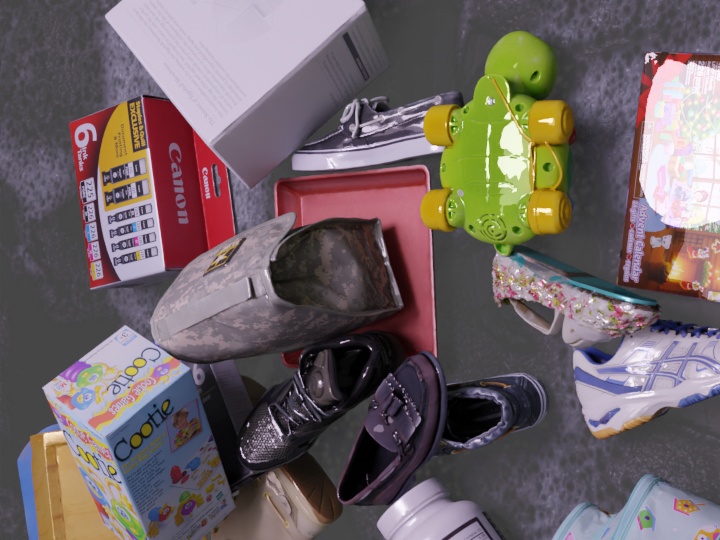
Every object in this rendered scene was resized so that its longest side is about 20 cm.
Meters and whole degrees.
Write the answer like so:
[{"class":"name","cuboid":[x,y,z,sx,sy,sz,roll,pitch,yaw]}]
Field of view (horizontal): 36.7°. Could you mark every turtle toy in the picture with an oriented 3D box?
[{"class":"turtle toy","cuboid":[0.137,-0.114,0.978,0.144,0.100,0.204,4,94,35]}]

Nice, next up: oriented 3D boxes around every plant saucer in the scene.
[{"class":"plant saucer","cuboid":[0.000,0.000,1.121,0.197,0.036,0.204,-2,92,35]}]

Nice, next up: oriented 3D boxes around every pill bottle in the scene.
[{"class":"pill bottle","cuboid":[0.102,0.299,1.016,0.113,0.112,0.201,-49,65,26]}]

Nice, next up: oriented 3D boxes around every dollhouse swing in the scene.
[{"class":"dollhouse swing","cuboid":[-0.296,0.287,1.320,0.181,0.173,0.204,158,105,-64]}]

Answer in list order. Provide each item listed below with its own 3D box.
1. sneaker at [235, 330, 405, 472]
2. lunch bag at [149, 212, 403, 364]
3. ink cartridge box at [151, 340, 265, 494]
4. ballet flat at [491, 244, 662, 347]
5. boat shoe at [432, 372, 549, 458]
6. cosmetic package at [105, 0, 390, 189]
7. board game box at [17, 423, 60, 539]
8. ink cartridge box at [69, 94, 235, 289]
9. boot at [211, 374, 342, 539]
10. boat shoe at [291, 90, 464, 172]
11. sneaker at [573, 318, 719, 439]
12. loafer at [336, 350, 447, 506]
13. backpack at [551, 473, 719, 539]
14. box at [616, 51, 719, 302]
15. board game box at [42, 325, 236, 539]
[{"class":"sneaker","cuboid":[-0.054,0.124,1.044,0.198,0.114,0.077,-34,73,12]},{"class":"lunch bag","cuboid":[-0.085,0.019,1.040,0.163,0.199,0.119,-22,80,35]},{"class":"ink cartridge box","cuboid":[-0.198,0.162,1.188,0.197,0.047,0.202,-37,71,37]},{"class":"ballet flat","cuboid":[0.184,0.030,0.947,0.199,0.075,0.065,30,110,59]},{"class":"boat shoe","cuboid":[0.077,0.142,1.039,0.198,0.090,0.072,-22,80,34]},{"class":"cosmetic package","cuboid":[-0.112,-0.232,1.095,0.199,0.123,0.200,-40,67,-1]},{"class":"board game box","cuboid":[-0.359,0.295,1.390,0.156,0.039,0.203,-15,82,24]},{"class":"ink cartridge box","cuboid":[-0.241,-0.092,1.260,0.174,0.083,0.204,-12,84,35]},{"class":"boot","cuboid":[-0.122,0.233,1.201,0.201,0.072,0.156,51,120,19]},{"class":"boat shoe","cuboid":[0.015,-0.139,1.080,0.197,0.073,0.069,-6,93,36]},{"class":"sneaker","cuboid":[0.263,0.071,0.913,0.198,0.075,0.089,-29,75,32]},{"class":"loafer","cuboid":[0.027,0.158,1.007,0.072,0.062,0.202,58,146,36]},{"class":"backpack","cuboid":[0.227,0.269,0.875,0.152,0.177,0.200,28,68,39]},{"class":"box","cuboid":[0.294,-0.077,0.905,0.135,0.039,0.204,9,98,34]},{"class":"board game box","cuboid":[-0.209,0.174,1.047,0.102,0.105,0.202,26,141,36]}]
